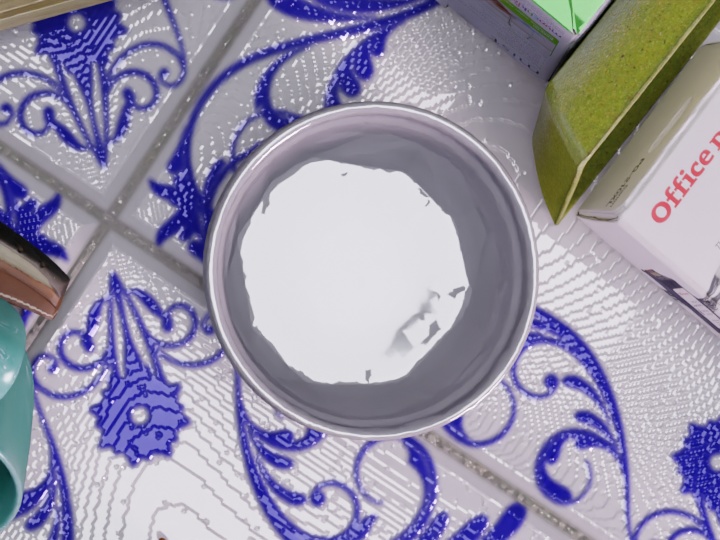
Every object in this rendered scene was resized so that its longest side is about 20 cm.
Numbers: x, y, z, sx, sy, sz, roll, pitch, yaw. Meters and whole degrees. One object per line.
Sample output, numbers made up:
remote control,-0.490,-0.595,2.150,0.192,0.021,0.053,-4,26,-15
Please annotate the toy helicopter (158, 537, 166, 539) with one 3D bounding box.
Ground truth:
toy helicopter,-0.110,0.256,1.286,0.200,0.079,0.132,41,75,-18

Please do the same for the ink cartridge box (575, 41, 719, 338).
ink cartridge box,0.259,-0.029,1.321,0.200,0.084,0.145,39,84,-14

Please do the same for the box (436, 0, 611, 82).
box,0.069,-0.216,1.235,0.200,0.176,0.097,40,88,3

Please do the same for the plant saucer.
plant saucer,0.167,-0.133,1.262,0.048,0.200,0.200,38,84,6

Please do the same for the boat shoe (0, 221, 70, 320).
boat shoe,-0.273,-0.013,1.251,0.199,0.076,0.074,25,93,-2

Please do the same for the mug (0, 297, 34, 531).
mug,-0.249,0.073,1.203,0.184,0.152,0.115,-12,50,15

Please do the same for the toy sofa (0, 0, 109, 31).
toy sofa,-0.208,-0.195,1.260,0.199,0.098,0.083,-17,118,-9

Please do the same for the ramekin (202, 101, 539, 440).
ramekin,0.000,0.000,1.275,0.199,0.105,0.201,0,90,-10
